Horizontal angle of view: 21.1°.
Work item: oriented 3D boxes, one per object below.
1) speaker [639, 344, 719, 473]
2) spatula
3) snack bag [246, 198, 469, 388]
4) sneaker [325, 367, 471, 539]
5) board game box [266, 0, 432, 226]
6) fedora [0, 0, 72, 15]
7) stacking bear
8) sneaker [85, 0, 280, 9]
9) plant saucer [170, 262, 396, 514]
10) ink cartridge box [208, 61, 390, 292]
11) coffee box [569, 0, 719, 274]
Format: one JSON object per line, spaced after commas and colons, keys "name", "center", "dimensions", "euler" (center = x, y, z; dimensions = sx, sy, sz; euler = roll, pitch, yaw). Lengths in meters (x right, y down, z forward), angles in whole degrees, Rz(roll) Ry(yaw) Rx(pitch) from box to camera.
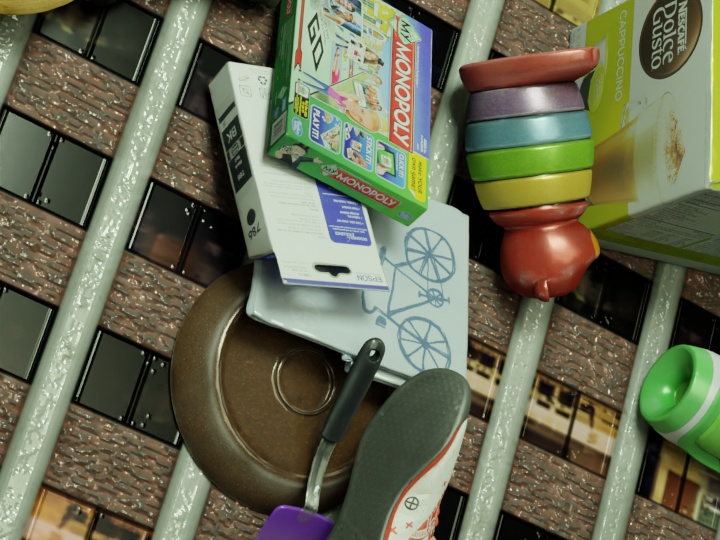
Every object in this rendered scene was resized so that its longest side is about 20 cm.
{"name": "speaker", "center": [0.339, 0.139, 1.665], "dimensions": [0.200, 0.088, 0.088], "euler": [29, 66, -22]}
{"name": "spatula", "center": [-0.027, 0.141, 1.436], "dimensions": [0.056, 0.021, 0.200], "euler": [21, 92, -28]}
{"name": "snack bag", "center": [0.000, 0.000, 1.503], "dimensions": [0.200, 0.021, 0.189], "euler": [22, 50, -23]}
{"name": "sneaker", "center": [0.034, 0.178, 1.460], "dimensions": [0.201, 0.067, 0.108], "euler": [-64, 153, -17]}
{"name": "board game box", "center": [-0.005, -0.143, 1.514], "dimensions": [0.135, 0.029, 0.200], "euler": [26, 45, -26]}
{"name": "fedora", "center": [-0.260, -0.275, 1.404], "dimensions": [0.200, 0.082, 0.201], "euler": [4, 80, -27]}
{"name": "stacking bear", "center": [0.147, -0.075, 1.589], "dimensions": [0.114, 0.121, 0.200], "euler": [-7, 93, -1]}
{"name": "sneaker", "center": [-0.120, -0.238, 1.483], "dimensions": [0.199, 0.076, 0.114], "euler": [-39, 93, -37]}
{"name": "plant saucer", "center": [-0.048, 0.087, 1.477], "dimensions": [0.200, 0.034, 0.200], "euler": [7, 76, -30]}
{"name": "ink cartridge box", "center": [-0.048, -0.064, 1.470], "dimensions": [0.099, 0.039, 0.200], "euler": [6, 55, -34]}
{"name": "coffee box", "center": [0.310, -0.122, 1.641], "dimensions": [0.200, 0.198, 0.200], "euler": [12, 73, -28]}
